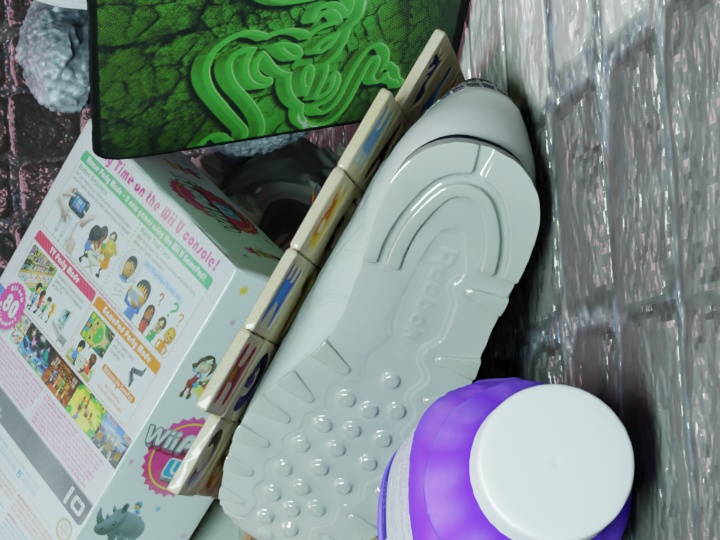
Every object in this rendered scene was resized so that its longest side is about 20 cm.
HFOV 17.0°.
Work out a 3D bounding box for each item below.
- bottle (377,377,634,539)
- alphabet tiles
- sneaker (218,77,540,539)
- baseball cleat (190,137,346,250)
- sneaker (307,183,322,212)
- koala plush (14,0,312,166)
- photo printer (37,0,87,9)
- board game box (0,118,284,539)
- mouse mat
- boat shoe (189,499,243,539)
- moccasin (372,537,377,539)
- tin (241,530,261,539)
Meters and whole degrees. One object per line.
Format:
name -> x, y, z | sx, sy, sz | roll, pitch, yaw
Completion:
bottle -> 0.047, 0.078, 0.790 | 0.200, 0.065, 0.084 | 112, 154, -75
alphabet tiles -> -0.014, 0.002, 0.945 | 0.200, 0.006, 0.166 | -60, -9, -2
sneaker -> 0.010, 0.021, 0.911 | 0.200, 0.076, 0.081 | -58, 15, 26
baseball cleat -> -0.075, -0.023, 1.228 | 0.070, 0.106, 0.200 | 49, -159, 9
sneaker -> 0.000, 0.000, 1.128 | 0.200, 0.078, 0.112 | 129, 148, -67
koala plush -> -0.062, -0.125, 1.136 | 0.200, 0.177, 0.184 | -113, 29, -57
photo printer -> -0.059, -0.191, 1.012 | 0.069, 0.200, 0.167 | 106, 161, -71
board game box -> -0.116, 0.055, 1.074 | 0.200, 0.064, 0.148 | -59, 43, 12
mouse mat -> -0.031, -0.102, 0.977 | 0.200, 0.161, 0.008 | 101, 158, -65
boat shoe -> -0.068, 0.112, 1.111 | 0.060, 0.076, 0.200 | 52, -145, -48
moccasin -> 0.016, 0.167, 1.046 | 0.201, 0.078, 0.074 | 94, 171, -45
tin -> -0.026, 0.121, 1.042 | 0.200, 0.042, 0.112 | -53, -20, -79
